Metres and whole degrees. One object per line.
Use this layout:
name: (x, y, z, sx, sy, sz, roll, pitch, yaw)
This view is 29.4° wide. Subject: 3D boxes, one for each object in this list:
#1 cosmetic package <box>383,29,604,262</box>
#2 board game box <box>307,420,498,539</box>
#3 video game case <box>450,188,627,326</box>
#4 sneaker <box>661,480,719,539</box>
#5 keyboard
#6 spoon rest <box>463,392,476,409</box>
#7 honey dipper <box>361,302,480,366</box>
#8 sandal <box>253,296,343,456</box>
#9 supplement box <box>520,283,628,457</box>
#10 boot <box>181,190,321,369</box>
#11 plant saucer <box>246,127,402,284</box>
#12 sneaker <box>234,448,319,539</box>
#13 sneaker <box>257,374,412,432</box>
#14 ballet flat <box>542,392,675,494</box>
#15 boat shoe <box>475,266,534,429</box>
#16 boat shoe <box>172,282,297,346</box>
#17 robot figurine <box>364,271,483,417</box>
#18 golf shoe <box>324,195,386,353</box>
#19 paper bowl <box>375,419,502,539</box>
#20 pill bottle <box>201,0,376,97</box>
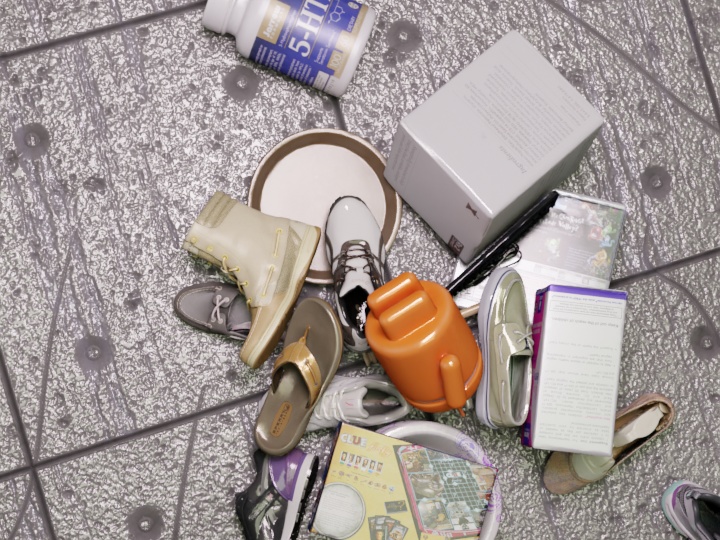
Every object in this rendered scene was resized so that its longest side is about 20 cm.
cosmetic package: (0.160, -0.150, 1.694, 0.200, 0.165, 0.165, -39, 79, -18)
board game box: (0.051, 0.273, 1.640, 0.199, 0.035, 0.136, 18, 84, -7)
video game case: (0.227, -0.019, 1.775, 0.199, 0.023, 0.183, 14, 85, 5)
sneaker: (0.476, 0.354, 1.743, 0.200, 0.140, 0.078, 43, 82, -3)
keyboard: (0.177, -0.018, 1.717, 0.200, 0.104, 0.040, -41, 87, -3)
spoon rest: (0.207, 0.131, 1.771, 0.199, 0.061, 0.100, -15, 89, -22)
honey dipper: (0.095, 0.071, 1.747, 0.199, 0.038, 0.038, -20, 89, 0)
sandal: (-0.080, 0.130, 1.663, 0.080, 0.054, 0.201, 22, 89, 22)
supplement box: (0.262, 0.124, 1.693, 0.103, 0.101, 0.201, 5, 84, -2)
boot: (-0.150, 0.008, 1.674, 0.155, 0.073, 0.201, 22, 69, 0)
plant saucer: (-0.046, -0.082, 1.757, 0.199, 0.029, 0.201, 0, 87, -7)
sneaker: (-0.121, 0.315, 1.710, 0.087, 0.076, 0.201, 16, 80, 8)
sneaker: (-0.028, 0.161, 1.707, 0.199, 0.099, 0.078, -7, 87, -8)
ballet flat: (0.322, 0.221, 1.768, 0.200, 0.067, 0.068, -36, 94, -8)
boat shoe: (0.187, 0.096, 1.694, 0.072, 0.062, 0.201, 5, 87, -41)
boat shoe: (-0.136, 0.056, 1.721, 0.199, 0.057, 0.067, 14, 85, -7)
robot figurine: (0.078, 0.093, 1.640, 0.117, 0.143, 0.200, -60, 139, -28)
golf shoe: (0.000, 0.000, 1.695, 0.077, 0.095, 0.201, -7, 82, -6)
paper bowl: (0.070, 0.287, 1.711, 0.199, 0.104, 0.202, 0, 86, -7)
pill bottle: (-0.091, -0.309, 1.720, 0.199, 0.120, 0.120, 22, 84, -6)
